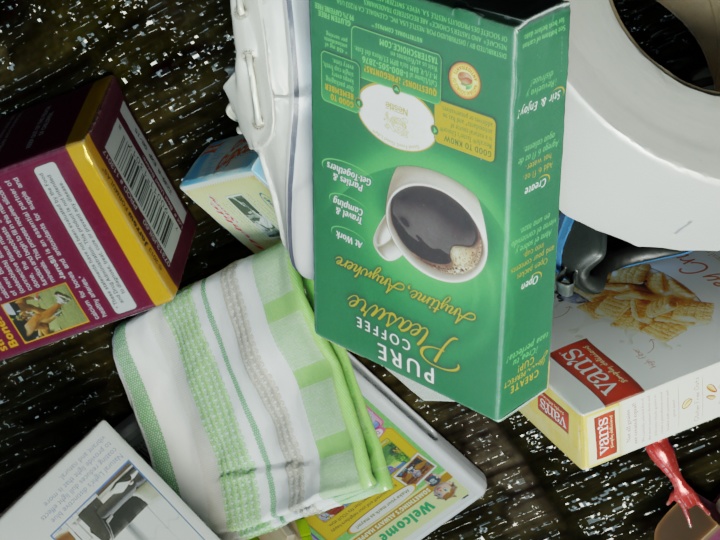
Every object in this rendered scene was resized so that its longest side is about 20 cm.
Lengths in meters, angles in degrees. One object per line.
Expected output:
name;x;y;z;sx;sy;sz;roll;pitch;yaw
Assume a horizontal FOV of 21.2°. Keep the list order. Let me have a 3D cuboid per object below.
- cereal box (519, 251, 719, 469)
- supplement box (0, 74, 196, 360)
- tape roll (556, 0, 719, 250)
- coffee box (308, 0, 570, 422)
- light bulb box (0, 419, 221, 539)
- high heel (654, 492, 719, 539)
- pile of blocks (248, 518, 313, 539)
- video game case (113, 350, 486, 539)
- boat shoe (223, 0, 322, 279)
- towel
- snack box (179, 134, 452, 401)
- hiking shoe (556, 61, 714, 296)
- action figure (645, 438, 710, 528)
cereal box;0.159;0.022;0.994;0.200;0.144;0.040;-19;123;-22
supplement box;-0.209;-0.016;1.094;0.200;0.086;0.110;-19;117;16
tape roll;0.146;-0.113;0.925;0.202;0.203;0.071;28;147;-10
coffee box;0.033;-0.041;0.891;0.123;0.044;0.200;22;126;36
light bulb box;-0.147;0.219;1.131;0.200;0.125;0.198;46;151;-1
high heel;0.271;0.119;1.152;0.200;0.067;0.096;-38;139;21
pile of blocks;-0.037;0.119;1.137;0.062;0.082;0.200;-9;134;-36
video game case;-0.054;0.130;1.202;0.200;0.022;0.182;-39;110;24
boat shoe;-0.036;-0.092;0.955;0.066;0.072;0.200;6;115;23
towel;-0.069;0.075;1.080;0.200;0.031;0.149;-26;84;52
snack box;0.000;0.000;1.069;0.200;0.116;0.037;41;72;-18
hiking shoe;0.174;-0.047;1.002;0.200;0.087;0.074;-27;137;-8
action figure;0.216;0.066;1.105;0.200;0.065;0.099;-33;100;23
